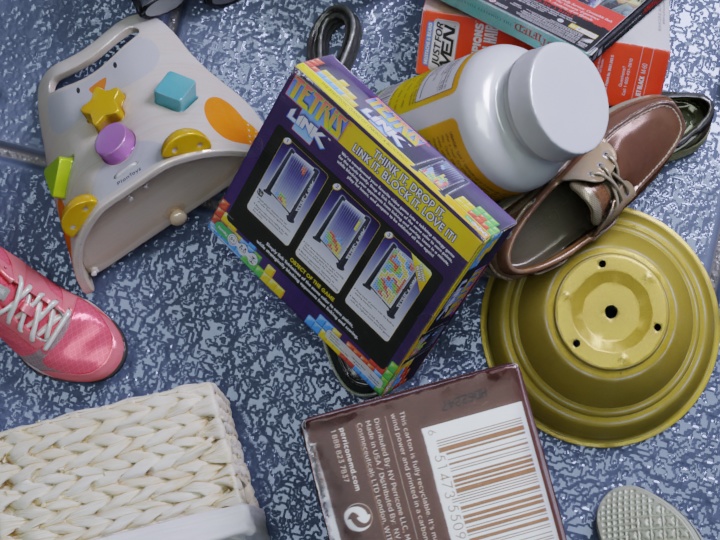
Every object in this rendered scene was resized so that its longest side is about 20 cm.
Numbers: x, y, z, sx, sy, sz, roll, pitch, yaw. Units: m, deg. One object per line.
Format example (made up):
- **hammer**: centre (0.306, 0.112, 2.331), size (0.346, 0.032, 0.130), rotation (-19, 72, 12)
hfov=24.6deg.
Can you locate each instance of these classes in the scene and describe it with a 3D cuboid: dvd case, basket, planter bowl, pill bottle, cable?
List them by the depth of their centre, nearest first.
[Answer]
- **pill bottle**: centre (0.091, -0.108, 1.271), size (0.112, 0.199, 0.114), rotation (11, 73, -37)
- **basket**: centre (-0.181, 0.172, 1.290), size (0.197, 0.136, 0.125), rotation (-13, 77, 0)
- **planter bowl**: centre (0.197, 0.038, 1.324), size (0.197, 0.083, 0.203), rotation (0, 80, 1)
- **dvd case**: centre (0.166, -0.237, 1.325), size (0.145, 0.022, 0.200), rotation (29, 45, 20)
- **cable**: centre (-0.044, -0.127, 1.363), size (0.097, 0.050, 0.202), rotation (21, 86, 43)

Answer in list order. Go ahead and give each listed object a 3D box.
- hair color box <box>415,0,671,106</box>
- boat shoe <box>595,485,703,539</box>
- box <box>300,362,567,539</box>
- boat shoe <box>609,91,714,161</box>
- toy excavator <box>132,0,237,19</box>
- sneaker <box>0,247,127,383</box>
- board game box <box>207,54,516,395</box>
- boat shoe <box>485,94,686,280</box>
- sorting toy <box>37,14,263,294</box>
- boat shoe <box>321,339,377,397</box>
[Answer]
- **hair color box**: centre (0.150, -0.197, 1.345), size (0.197, 0.065, 0.111), rotation (9, 38, 3)
- **boat shoe**: centre (0.263, 0.252, 1.302), size (0.075, 0.062, 0.200), rotation (-46, 67, -1)
- **box**: centre (0.056, 0.171, 1.243), size (0.162, 0.200, 0.168), rotation (-16, 84, -1)
- **boat shoe**: centre (0.197, -0.104, 1.354), size (0.199, 0.066, 0.073), rotation (-20, 77, -4)
- **toy excavator**: centre (-0.151, -0.287, 1.303), size (0.193, 0.200, 0.101), rotation (-17, 78, -30)
- **sneaker**: centre (-0.282, 0.029, 1.337), size (0.199, 0.087, 0.074), rotation (31, 84, 6)
- **board game box**: centre (-0.003, -0.035, 1.254), size (0.200, 0.057, 0.166), rotation (44, 122, 16)
- **boat shoe**: centre (0.178, -0.059, 1.282), size (0.200, 0.072, 0.076), rotation (-42, 107, -3)
- **sorting toy**: centre (-0.194, -0.118, 1.350), size (0.199, 0.107, 0.181), rotation (-33, 58, 9)
- **boat shoe**: centre (0.002, 0.000, 1.343), size (0.073, 0.066, 0.202), rotation (5, 81, 3)
